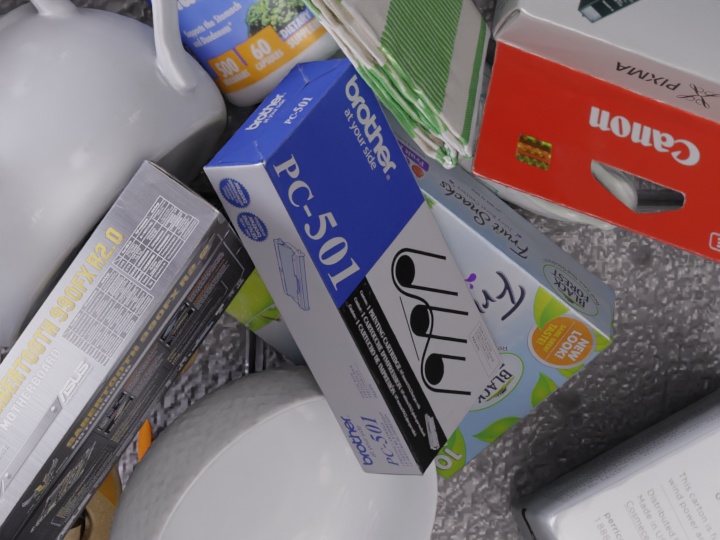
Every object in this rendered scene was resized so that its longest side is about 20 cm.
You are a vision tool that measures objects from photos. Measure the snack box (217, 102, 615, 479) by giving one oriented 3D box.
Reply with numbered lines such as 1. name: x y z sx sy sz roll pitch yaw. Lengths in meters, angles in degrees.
1. snack box: 0.022 0.008 1.336 0.200 0.053 0.142 38 123 -17

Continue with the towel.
1. towel: -0.005 -0.159 1.221 0.023 0.153 0.200 -32 114 27

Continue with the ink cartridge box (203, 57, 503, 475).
1. ink cartridge box: 0.000 0.000 1.240 0.094 0.044 0.201 -50 125 -38

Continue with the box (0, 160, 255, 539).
1. box: -0.135 0.051 1.219 0.048 0.158 0.201 34 85 9

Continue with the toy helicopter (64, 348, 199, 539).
1. toy helicopter: -0.145 0.106 1.342 0.132 0.079 0.201 26 104 -30

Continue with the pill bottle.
1. pill bottle: -0.085 -0.195 1.264 0.112 0.112 0.200 -40 107 1

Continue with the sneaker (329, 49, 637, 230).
1. sneaker: 0.070 -0.080 1.338 0.199 0.080 0.071 22 100 -13

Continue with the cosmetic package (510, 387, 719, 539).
1. cosmetic package: 0.198 0.166 1.338 0.164 0.200 0.166 -27 87 -4

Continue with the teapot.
1. teapot: -0.174 -0.071 1.250 0.146 0.197 0.200 44 75 4

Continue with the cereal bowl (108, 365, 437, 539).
1. cereal bowl: -0.059 0.138 1.327 0.199 0.083 0.201 -21 127 -30

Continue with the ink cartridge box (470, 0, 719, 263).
1. ink cartridge box: 0.167 -0.105 1.323 0.199 0.044 0.175 19 63 -14
